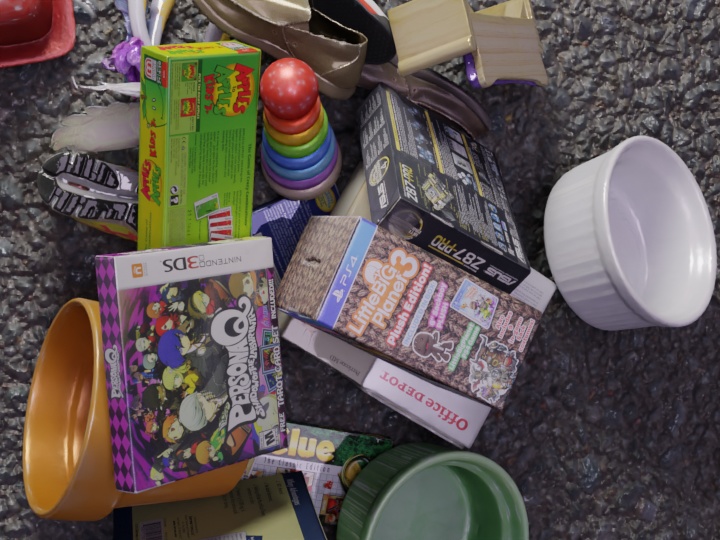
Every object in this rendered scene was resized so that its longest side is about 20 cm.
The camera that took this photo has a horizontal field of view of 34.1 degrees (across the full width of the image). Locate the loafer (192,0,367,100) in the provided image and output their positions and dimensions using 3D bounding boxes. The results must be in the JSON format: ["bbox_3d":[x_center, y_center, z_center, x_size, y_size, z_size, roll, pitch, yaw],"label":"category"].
[{"bbox_3d":[-0.075,-0.242,1.109,0.198,0.077,0.068,31,119,-18],"label":"loafer"}]

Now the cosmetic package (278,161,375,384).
[{"bbox_3d":[0.000,0.000,1.197,0.103,0.073,0.202,30,84,-17],"label":"cosmetic package"}]

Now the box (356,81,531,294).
[{"bbox_3d":[0.078,-0.081,1.142,0.160,0.202,0.049,29,121,-27],"label":"box"}]

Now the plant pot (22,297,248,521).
[{"bbox_3d":[-0.206,0.143,1.131,0.181,0.199,0.204,13,90,-30],"label":"plant pot"}]

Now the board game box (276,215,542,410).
[{"bbox_3d":[0.039,0.036,1.090,0.198,0.159,0.098,27,84,-18],"label":"board game box"}]

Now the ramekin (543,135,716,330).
[{"bbox_3d":[0.284,-0.033,1.252,0.198,0.097,0.204,13,70,-40],"label":"ramekin"}]

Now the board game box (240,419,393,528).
[{"bbox_3d":[-0.069,0.214,1.250,0.197,0.023,0.107,11,89,-16],"label":"board game box"}]

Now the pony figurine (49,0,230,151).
[{"bbox_3d":[-0.194,-0.183,1.137,0.190,0.166,0.204,4,77,-23],"label":"pony figurine"}]

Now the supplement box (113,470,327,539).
[{"bbox_3d":[-0.132,0.308,1.133,0.196,0.200,0.137,-7,105,-10],"label":"supplement box"}]

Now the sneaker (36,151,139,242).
[{"bbox_3d":[-0.219,-0.064,1.155,0.198,0.090,0.079,24,84,-18],"label":"sneaker"}]

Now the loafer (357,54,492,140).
[{"bbox_3d":[0.046,-0.186,1.235,0.198,0.073,0.072,28,98,-11],"label":"loafer"}]

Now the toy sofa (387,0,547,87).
[{"bbox_3d":[0.112,-0.222,1.178,0.082,0.199,0.099,-12,93,30],"label":"toy sofa"}]

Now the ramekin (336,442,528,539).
[{"bbox_3d":[0.070,0.279,1.236,0.197,0.097,0.204,-3,97,-26],"label":"ramekin"}]

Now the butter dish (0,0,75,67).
[{"bbox_3d":[-0.368,-0.288,1.070,0.197,0.148,0.203,-10,97,-14],"label":"butter dish"}]

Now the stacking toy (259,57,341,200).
[{"bbox_3d":[-0.065,-0.139,1.122,0.084,0.200,0.087,-1,73,3],"label":"stacking toy"}]

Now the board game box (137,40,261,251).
[{"bbox_3d":[-0.149,-0.102,1.073,0.101,0.047,0.203,-13,117,-40],"label":"board game box"}]

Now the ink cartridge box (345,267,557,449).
[{"bbox_3d":[0.093,0.065,1.249,0.144,0.087,0.202,30,84,-14],"label":"ink cartridge box"}]

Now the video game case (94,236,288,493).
[{"bbox_3d":[-0.146,0.078,1.048,0.180,0.035,0.204,-8,96,-46],"label":"video game case"}]

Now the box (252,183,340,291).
[{"bbox_3d":[-0.097,-0.003,1.221,0.198,0.032,0.123,-25,100,-12],"label":"box"}]

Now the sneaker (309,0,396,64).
[{"bbox_3d":[-0.033,-0.292,1.169,0.199,0.068,0.108,31,46,2],"label":"sneaker"}]
